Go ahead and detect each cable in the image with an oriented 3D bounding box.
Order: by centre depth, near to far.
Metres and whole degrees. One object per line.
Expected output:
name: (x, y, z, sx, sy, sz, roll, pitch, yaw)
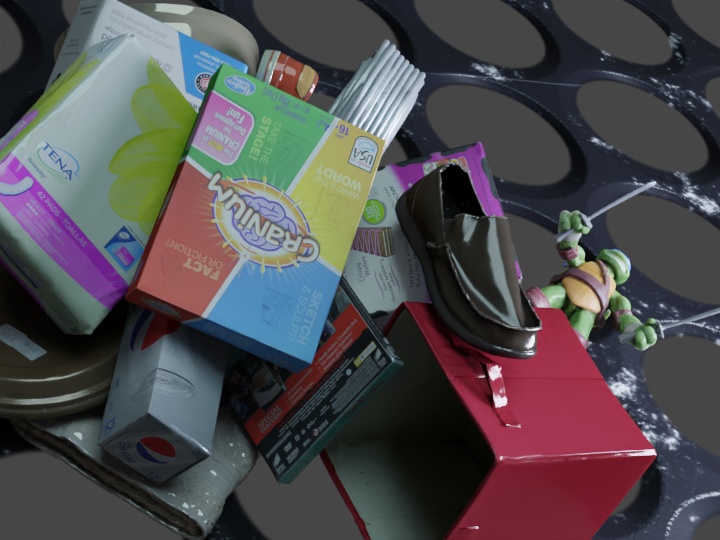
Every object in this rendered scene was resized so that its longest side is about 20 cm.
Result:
cable: (-0.009, -0.129, 1.506, 0.069, 0.201, 0.201, 34, 38, -4)

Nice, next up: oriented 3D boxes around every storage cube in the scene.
storage cube: (0.101, 0.146, 1.250, 0.178, 0.201, 0.172, 3, 41, -37)

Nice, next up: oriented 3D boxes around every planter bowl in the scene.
planter bowl: (-0.191, -0.145, 1.446, 0.198, 0.200, 0.136, 5, 67, -26)

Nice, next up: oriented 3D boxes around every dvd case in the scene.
dvd case: (-0.064, 0.054, 1.261, 0.022, 0.146, 0.201, 20, 27, -53)

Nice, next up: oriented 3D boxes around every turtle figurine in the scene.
turtle figurine: (0.231, 0.018, 1.501, 0.193, 0.145, 0.199, -38, 25, -32)

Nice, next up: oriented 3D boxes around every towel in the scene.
towel: (-0.182, 0.125, 1.236, 0.199, 0.035, 0.133, 30, 37, 5)

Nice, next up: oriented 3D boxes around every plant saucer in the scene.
plant saucer: (-0.270, 0.048, 1.241, 0.197, 0.030, 0.201, 7, 34, -5)

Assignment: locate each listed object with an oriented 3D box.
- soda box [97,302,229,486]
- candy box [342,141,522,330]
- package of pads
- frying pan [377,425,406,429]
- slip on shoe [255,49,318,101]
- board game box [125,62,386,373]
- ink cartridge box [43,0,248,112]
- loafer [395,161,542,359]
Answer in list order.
soda box: (-0.149, 0.065, 1.212, 0.068, 0.063, 0.201, 39, 37, -29)
candy box: (0.028, -0.018, 1.325, 0.197, 0.061, 0.138, -13, 67, -3)
package of pads: (-0.211, -0.073, 1.211, 0.200, 0.068, 0.155, -49, 113, -25)
frying pan: (-0.025, 0.093, 1.347, 0.188, 0.031, 0.116, 13, 41, -35)
slip on shoe: (-0.078, -0.131, 1.459, 0.060, 0.201, 0.075, 16, 55, 0)
board game box: (-0.080, -0.041, 1.203, 0.152, 0.040, 0.202, 23, 70, -14)
ink cartridge box: (-0.204, -0.112, 1.307, 0.145, 0.202, 0.084, 23, -5, -26)
loafer: (0.088, -0.013, 1.214, 0.072, 0.071, 0.201, 3, 42, -37)
